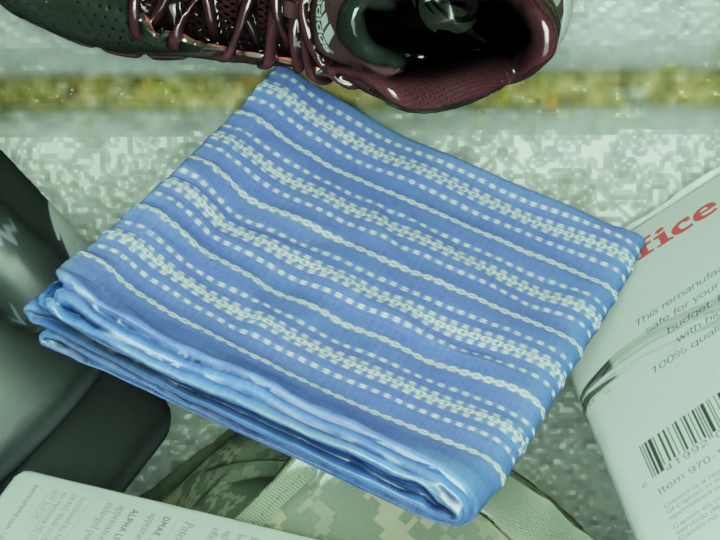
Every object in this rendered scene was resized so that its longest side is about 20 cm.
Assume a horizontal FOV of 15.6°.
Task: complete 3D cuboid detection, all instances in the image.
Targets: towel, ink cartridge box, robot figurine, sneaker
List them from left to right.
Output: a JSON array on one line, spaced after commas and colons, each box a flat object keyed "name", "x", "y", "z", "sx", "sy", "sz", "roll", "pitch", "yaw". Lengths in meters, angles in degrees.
[{"name": "robot figurine", "x": -0.158, "y": 0.010, "z": 0.860, "sx": 0.150, "sy": 0.125, "sz": 0.200, "roll": -39, "pitch": 106, "yaw": 16}, {"name": "sneaker", "x": -0.027, "y": -0.093, "z": 0.842, "sx": 0.200, "sy": 0.116, "sz": 0.076, "roll": 4, "pitch": 105, "yaw": -1}, {"name": "towel", "x": 0.000, "y": 0.000, "z": 0.813, "sx": 0.145, "sy": 0.200, "sz": 0.024, "roll": 25, "pitch": 120, "yaw": 9}, {"name": "ink cartridge box", "x": 0.151, "y": 0.039, "z": 0.833, "sx": 0.145, "sy": 0.200, "sz": 0.083, "roll": -33, "pitch": 115, "yaw": 9}]

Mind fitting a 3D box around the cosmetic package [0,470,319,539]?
[{"name": "cosmetic package", "x": -0.025, "y": 0.143, "z": 0.778, "sx": 0.200, "sy": 0.081, "sz": 0.113, "roll": 12, "pitch": 126, "yaw": 12}]

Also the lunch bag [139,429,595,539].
[{"name": "lunch bag", "x": 0.008, "y": 0.120, "z": 0.870, "sx": 0.164, "sy": 0.118, "sz": 0.200, "roll": 41, "pitch": 133, "yaw": -10}]
